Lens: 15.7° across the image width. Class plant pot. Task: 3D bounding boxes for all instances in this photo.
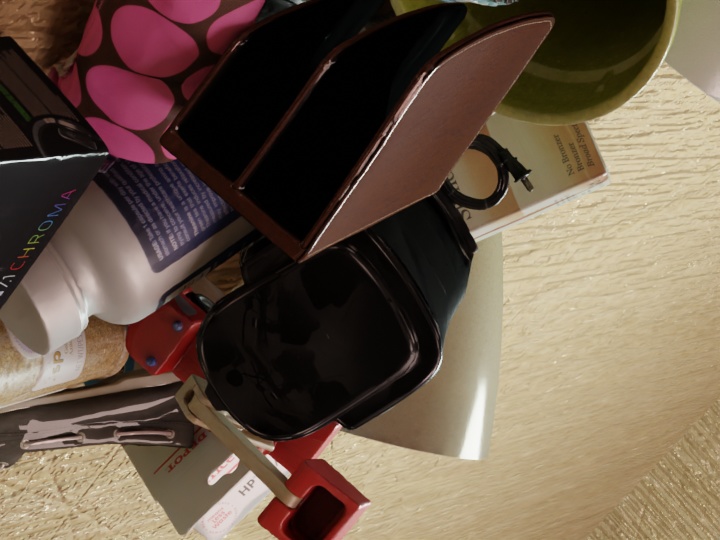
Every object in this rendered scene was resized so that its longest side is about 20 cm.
[{"bbox_3d":[0.029,0.015,1.882,0.187,0.187,0.200,6,100,-68],"label":"plant pot"},{"bbox_3d":[0.141,-0.217,1.601,0.184,0.200,0.200,-41,167,-48],"label":"plant pot"}]

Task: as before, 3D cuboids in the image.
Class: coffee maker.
[{"bbox_3d":[0.000,0.000,1.564,0.192,0.135,0.200,-56,-178,13],"label":"coffee maker"}]

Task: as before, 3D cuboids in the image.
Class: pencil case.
[{"bbox_3d":[-0.102,-0.137,1.372,0.200,0.094,0.091,120,-10,-52],"label":"pencil case"}]

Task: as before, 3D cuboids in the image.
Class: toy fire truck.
[{"bbox_3d":[-0.073,0.089,1.605,0.049,0.200,0.141,-52,171,13],"label":"toy fire truck"}]

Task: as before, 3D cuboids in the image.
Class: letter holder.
[{"bbox_3d":[0.007,-0.106,1.405,0.142,0.101,0.200,-53,170,24],"label":"letter holder"}]

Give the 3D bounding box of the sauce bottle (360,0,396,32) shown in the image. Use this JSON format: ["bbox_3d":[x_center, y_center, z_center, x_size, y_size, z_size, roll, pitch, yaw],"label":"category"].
[{"bbox_3d":[0.047,-0.154,1.713,0.200,0.066,0.066,-19,151,-52],"label":"sauce bottle"}]

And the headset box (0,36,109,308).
[{"bbox_3d":[-0.255,-0.024,1.314,0.174,0.093,0.200,-51,160,24],"label":"headset box"}]

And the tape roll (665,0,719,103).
[{"bbox_3d":[0.263,-0.216,1.806,0.139,0.203,0.203,-48,162,21],"label":"tape roll"}]

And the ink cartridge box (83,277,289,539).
[{"bbox_3d":[-0.099,0.102,1.775,0.115,0.200,0.068,-44,129,4],"label":"ink cartridge box"}]

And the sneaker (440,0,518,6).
[{"bbox_3d":[0.006,-0.193,1.473,0.200,0.086,0.078,23,74,-42],"label":"sneaker"}]

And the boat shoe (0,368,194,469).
[{"bbox_3d":[-0.200,0.105,1.683,0.200,0.057,0.067,-11,-177,-19],"label":"boat shoe"}]

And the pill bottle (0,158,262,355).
[{"bbox_3d":[-0.127,-0.039,1.525,0.200,0.111,0.111,-36,162,-22],"label":"pill bottle"}]

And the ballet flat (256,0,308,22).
[{"bbox_3d":[-0.064,-0.177,1.462,0.067,0.046,0.200,-13,161,12],"label":"ballet flat"}]

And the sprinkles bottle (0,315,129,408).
[{"bbox_3d":[-0.224,0.051,1.603,0.068,0.068,0.200,-52,161,28],"label":"sprinkles bottle"}]

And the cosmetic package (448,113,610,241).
[{"bbox_3d":[0.059,-0.067,1.764,0.200,0.103,0.087,-25,175,6],"label":"cosmetic package"}]
